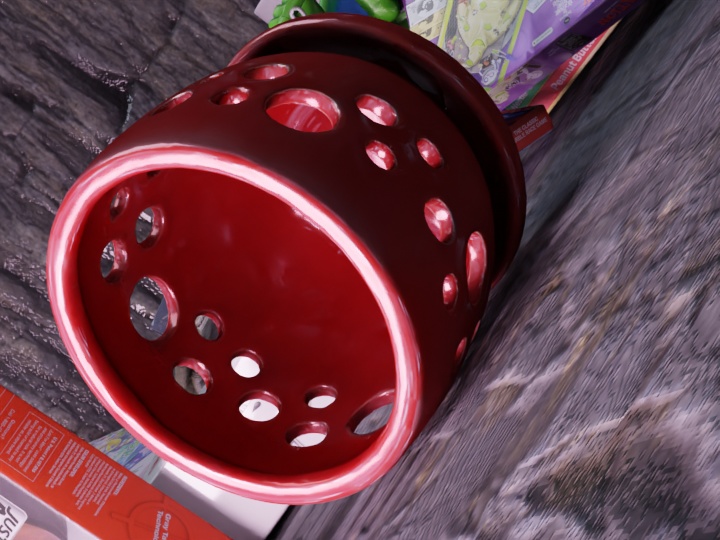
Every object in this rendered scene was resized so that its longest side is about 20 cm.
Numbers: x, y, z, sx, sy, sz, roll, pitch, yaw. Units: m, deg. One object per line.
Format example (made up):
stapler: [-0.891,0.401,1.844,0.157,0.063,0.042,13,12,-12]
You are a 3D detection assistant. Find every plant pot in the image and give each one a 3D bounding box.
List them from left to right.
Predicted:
plant pot: [-0.023,-0.014,1.160,0.183,0.200,0.200,-47,-4,-47]

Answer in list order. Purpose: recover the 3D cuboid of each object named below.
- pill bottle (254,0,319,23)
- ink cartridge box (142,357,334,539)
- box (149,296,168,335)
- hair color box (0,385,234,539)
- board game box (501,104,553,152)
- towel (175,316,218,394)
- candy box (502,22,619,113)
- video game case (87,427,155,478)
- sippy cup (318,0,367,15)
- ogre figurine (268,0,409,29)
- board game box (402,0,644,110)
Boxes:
pill bottle: [0.016,-0.193,1.978,0.111,0.200,0.111,-56,5,7]
ink cartridge box: [-0.047,0.071,1.483,0.200,0.083,0.147,-55,4,12]
box: [-0.081,-0.004,1.846,0.158,0.051,0.200,-66,-17,-3]
hair color box: [-0.171,0.162,1.413,0.102,0.200,0.061,-53,6,40]
board game box: [0.019,-0.060,1.447,0.103,0.019,0.200,-37,17,-31]
towel: [-0.073,-0.009,1.646,0.193,0.035,0.200,-63,-4,-19]
candy box: [0.141,-0.203,1.474,0.169,0.077,0.200,-52,5,40]
video game case: [-0.211,0.164,1.834,0.200,0.018,0.143,-23,16,36]
sippy cup: [0.021,-0.146,1.787,0.178,0.140,0.130,-30,-21,-29]
ogre figurine: [0.041,-0.178,1.578,0.098,0.120,0.200,-16,24,39]
board game box: [0.100,-0.175,1.343,0.200,0.032,0.120,-36,54,42]
